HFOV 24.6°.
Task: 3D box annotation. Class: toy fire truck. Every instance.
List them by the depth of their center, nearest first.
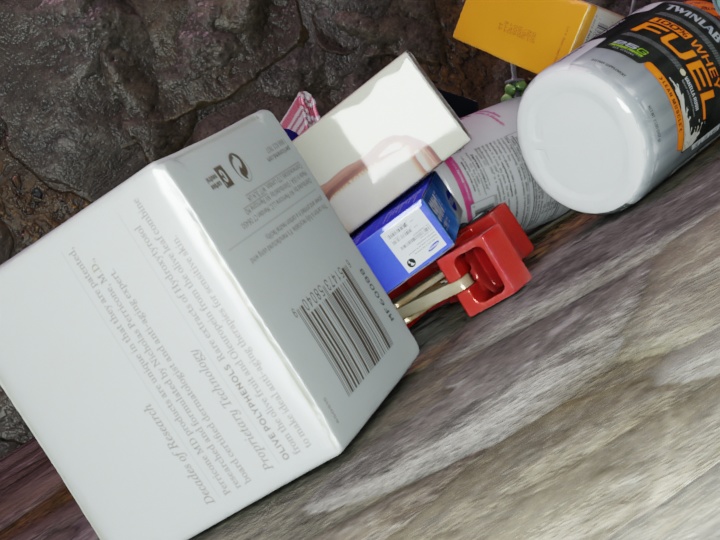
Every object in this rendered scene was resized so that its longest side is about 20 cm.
[{"bbox_3d":[0.062,0.009,1.260,0.199,0.049,0.141,-30,5,40],"label":"toy fire truck"}]

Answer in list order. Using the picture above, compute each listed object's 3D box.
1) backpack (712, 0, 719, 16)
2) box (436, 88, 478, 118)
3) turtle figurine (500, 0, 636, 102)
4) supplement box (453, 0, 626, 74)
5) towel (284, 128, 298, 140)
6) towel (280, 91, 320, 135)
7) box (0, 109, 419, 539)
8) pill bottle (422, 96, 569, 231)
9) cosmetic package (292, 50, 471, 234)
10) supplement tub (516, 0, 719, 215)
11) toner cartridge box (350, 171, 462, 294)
[{"bbox_3d":[0.344,-0.250,1.242,0.177,0.200,0.151,-25,27,53],"label":"backpack"},{"bbox_3d":[0.019,-0.070,1.580,0.106,0.150,0.200,13,-27,-29],"label":"box"},{"bbox_3d":[0.202,-0.177,1.647,0.142,0.201,0.195,6,41,15],"label":"turtle figurine"},{"bbox_3d":[0.193,-0.205,1.480,0.199,0.125,0.074,8,-73,-54],"label":"supplement box"},{"bbox_3d":[-0.081,-0.048,1.462,0.148,0.049,0.200,-48,21,0],"label":"towel"},{"bbox_3d":[-0.070,-0.063,1.587,0.147,0.030,0.201,-56,28,28],"label":"towel"},{"bbox_3d":[-0.100,0.036,1.028,0.171,0.201,0.199,-32,4,21],"label":"box"},{"bbox_3d":[0.122,-0.086,1.441,0.199,0.114,0.113,-23,-1,-31],"label":"pill bottle"},{"bbox_3d":[-0.015,-0.078,1.300,0.199,0.088,0.103,-38,2,9],"label":"cosmetic package"},{"bbox_3d":[0.221,-0.135,1.289,0.200,0.123,0.122,-35,5,-42],"label":"supplement tub"},{"bbox_3d":[0.027,-0.023,1.253,0.095,0.043,0.200,-35,4,10],"label":"toner cartridge box"}]
